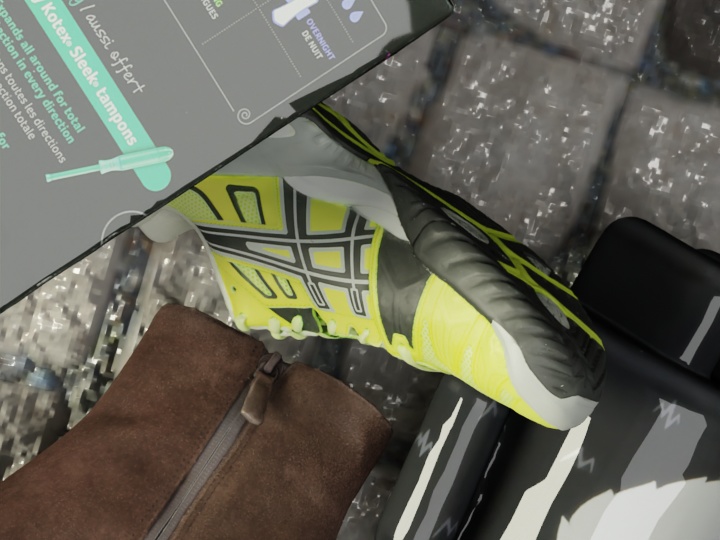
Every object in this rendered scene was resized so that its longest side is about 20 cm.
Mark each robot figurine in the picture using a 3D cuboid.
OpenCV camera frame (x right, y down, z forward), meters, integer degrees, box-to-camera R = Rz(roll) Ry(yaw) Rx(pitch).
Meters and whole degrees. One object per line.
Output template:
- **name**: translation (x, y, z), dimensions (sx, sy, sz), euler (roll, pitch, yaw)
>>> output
- **robot figurine**: translation (0.087, 0.086, 0.915), dimensions (0.150, 0.125, 0.200), euler (27, 96, 0)

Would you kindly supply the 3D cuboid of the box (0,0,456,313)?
- **box**: translation (-0.097, -0.074, 0.761), dimensions (0.200, 0.149, 0.124), euler (-34, 101, -8)

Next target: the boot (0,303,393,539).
- **boot**: translation (-0.103, 0.083, 0.873), dimensions (0.200, 0.072, 0.167), euler (25, 63, -2)

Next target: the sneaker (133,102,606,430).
- **sneaker**: translation (0.000, 0.000, 0.859), dimensions (0.076, 0.200, 0.075), euler (-56, 150, 7)
